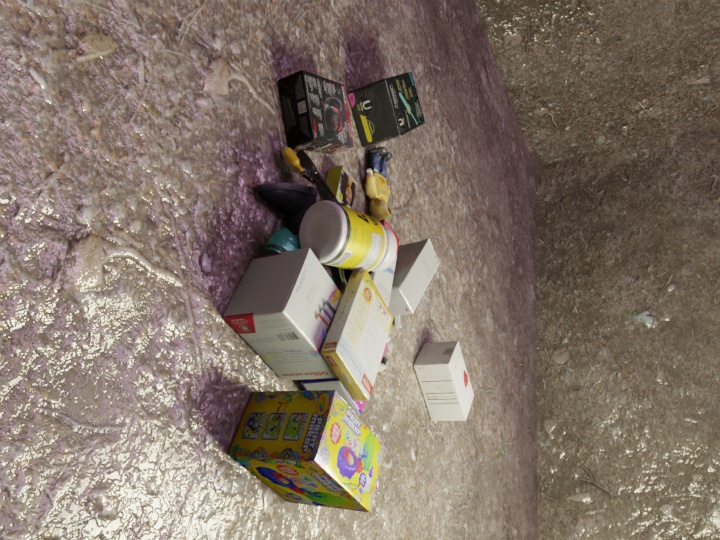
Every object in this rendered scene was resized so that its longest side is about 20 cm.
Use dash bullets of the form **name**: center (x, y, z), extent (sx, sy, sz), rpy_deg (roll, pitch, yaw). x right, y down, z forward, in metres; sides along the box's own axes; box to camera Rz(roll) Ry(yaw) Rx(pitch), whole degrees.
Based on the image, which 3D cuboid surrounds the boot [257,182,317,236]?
- **boot**: center (-0.140, -0.070, 1.086), extent (0.163, 0.064, 0.207), rpy_deg (-3, 93, -53)

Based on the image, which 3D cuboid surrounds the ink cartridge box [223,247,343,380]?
- **ink cartridge box**: center (-0.121, 0.087, 0.988), extent (0.202, 0.142, 0.147), rpy_deg (57, 38, -37)

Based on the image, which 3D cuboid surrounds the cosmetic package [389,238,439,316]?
- **cosmetic package**: center (0.106, 0.019, 1.306), extent (0.082, 0.111, 0.201), rpy_deg (60, 41, -22)

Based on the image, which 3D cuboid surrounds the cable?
- **cable**: center (-0.100, -0.183, 1.102), extent (0.202, 0.050, 0.097), rpy_deg (57, 8, 24)

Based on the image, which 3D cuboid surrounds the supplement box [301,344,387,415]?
- **supplement box**: center (-0.028, 0.196, 1.131), extent (0.103, 0.101, 0.202), rpy_deg (61, 34, -28)

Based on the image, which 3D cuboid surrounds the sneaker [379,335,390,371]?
- **sneaker**: center (0.027, 0.147, 1.277), extent (0.077, 0.097, 0.206), rpy_deg (-25, 104, -59)

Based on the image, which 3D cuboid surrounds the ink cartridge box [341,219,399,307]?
- **ink cartridge box**: center (0.000, 0.000, 1.220), extent (0.083, 0.142, 0.205), rpy_deg (47, 44, -44)

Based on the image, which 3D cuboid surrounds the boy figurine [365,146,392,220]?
- **boy figurine**: center (0.050, -0.233, 1.449), extent (0.124, 0.063, 0.206), rpy_deg (34, 51, -55)

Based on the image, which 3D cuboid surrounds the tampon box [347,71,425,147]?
- **tampon box**: center (0.075, -0.451, 1.482), extent (0.200, 0.123, 0.154), rpy_deg (-42, 118, -55)

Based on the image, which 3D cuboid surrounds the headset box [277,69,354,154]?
- **headset box**: center (-0.092, -0.354, 1.218), extent (0.198, 0.073, 0.154), rpy_deg (-15, 96, -60)

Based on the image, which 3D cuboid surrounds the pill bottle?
- **pill bottle**: center (-0.018, -0.059, 1.045), extent (0.198, 0.112, 0.118), rpy_deg (13, 71, -53)

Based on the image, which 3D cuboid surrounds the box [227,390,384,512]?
- **box**: center (-0.089, 0.317, 0.941), extent (0.202, 0.188, 0.124), rpy_deg (55, 40, -36)

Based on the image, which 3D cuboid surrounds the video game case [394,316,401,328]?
- **video game case**: center (0.094, 0.051, 1.445), extent (0.143, 0.017, 0.207), rpy_deg (36, 49, -83)

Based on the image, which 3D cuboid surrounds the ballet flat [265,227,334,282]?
- **ballet flat**: center (-0.100, -0.011, 1.041), extent (0.200, 0.066, 0.072), rpy_deg (45, 59, -30)

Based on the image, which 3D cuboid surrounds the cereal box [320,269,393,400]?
- **cereal box**: center (-0.001, 0.120, 1.009), extent (0.146, 0.039, 0.203), rpy_deg (61, 36, -34)

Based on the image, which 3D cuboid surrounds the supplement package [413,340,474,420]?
- **supplement package**: center (0.256, 0.335, 1.611), extent (0.121, 0.117, 0.205), rpy_deg (-49, 124, -54)

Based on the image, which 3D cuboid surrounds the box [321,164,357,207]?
- **box**: center (-0.058, -0.143, 1.249), extent (0.075, 0.049, 0.205), rpy_deg (43, 48, -46)

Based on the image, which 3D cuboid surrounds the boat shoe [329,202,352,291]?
- **boat shoe**: center (-0.036, -0.053, 1.160), extent (0.072, 0.059, 0.208), rpy_deg (29, 62, -52)
